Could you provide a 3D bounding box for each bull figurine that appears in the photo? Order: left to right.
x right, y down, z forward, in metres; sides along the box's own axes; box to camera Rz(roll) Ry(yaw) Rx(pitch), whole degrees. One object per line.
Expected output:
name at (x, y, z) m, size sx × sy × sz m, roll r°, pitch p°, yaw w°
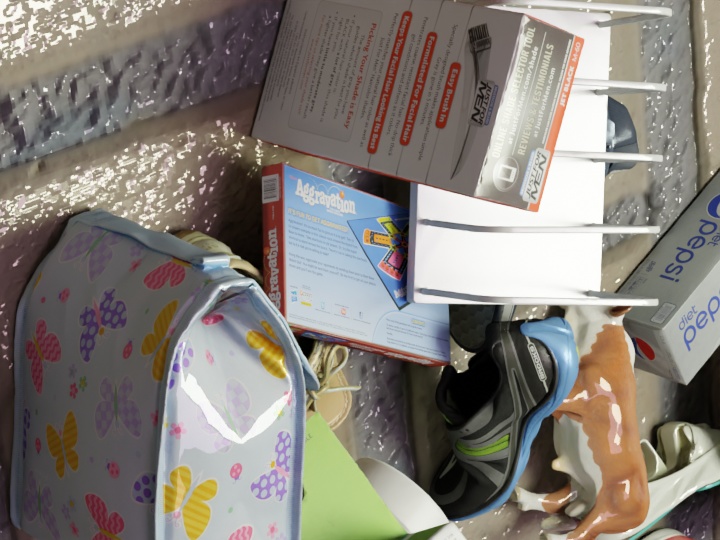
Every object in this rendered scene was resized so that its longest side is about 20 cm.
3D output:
bull figurine at (0.165, 0.114, 1.521) m, size 0.121 × 0.065 × 0.200 m, roll -19°, pitch 102°, yaw -23°

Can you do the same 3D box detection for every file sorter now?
file sorter at (0.119, -0.074, 1.309) m, size 0.139 × 0.125 × 0.200 m, roll 1°, pitch 93°, yaw -20°

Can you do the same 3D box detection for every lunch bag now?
lunch bag at (-0.114, 0.075, 1.174) m, size 0.127 × 0.170 × 0.200 m, roll -10°, pitch 108°, yaw -39°

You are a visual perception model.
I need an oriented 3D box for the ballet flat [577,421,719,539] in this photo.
ballet flat at (0.247, 0.159, 1.633) m, size 0.200 × 0.069 × 0.069 m, roll -25°, pitch 119°, yaw -36°

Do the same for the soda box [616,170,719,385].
soda box at (0.282, -0.005, 1.608) m, size 0.200 × 0.063 × 0.068 m, roll -47°, pitch 130°, yaw -23°

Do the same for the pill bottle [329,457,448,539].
pill bottle at (-0.033, 0.225, 1.339) m, size 0.200 × 0.114 × 0.114 m, roll -46°, pitch 130°, yaw -24°

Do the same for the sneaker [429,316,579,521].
sneaker at (0.086, 0.100, 1.418) m, size 0.083 × 0.071 × 0.200 m, roll 9°, pitch 135°, yaw -15°

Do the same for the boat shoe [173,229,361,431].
boat shoe at (-0.059, 0.051, 1.296) m, size 0.200 × 0.063 × 0.073 m, roll 46°, pitch 70°, yaw -42°

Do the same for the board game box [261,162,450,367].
board game box at (0.000, 0.000, 1.319) m, size 0.200 × 0.019 × 0.103 m, roll 17°, pitch 69°, yaw -56°

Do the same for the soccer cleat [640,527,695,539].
soccer cleat at (0.218, 0.273, 1.625) m, size 0.200 × 0.073 × 0.068 m, roll -27°, pitch 120°, yaw -36°

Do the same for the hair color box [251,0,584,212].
hair color box at (0.031, -0.110, 1.236) m, size 0.064 × 0.200 × 0.111 m, roll 13°, pitch 94°, yaw -45°

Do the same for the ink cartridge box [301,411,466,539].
ink cartridge box at (-0.007, 0.203, 1.249) m, size 0.148 × 0.076 × 0.200 m, roll -38°, pitch 93°, yaw -25°

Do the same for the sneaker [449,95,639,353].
sneaker at (0.130, -0.043, 1.440) m, size 0.146 × 0.077 × 0.202 m, roll -5°, pitch 105°, yaw -40°
